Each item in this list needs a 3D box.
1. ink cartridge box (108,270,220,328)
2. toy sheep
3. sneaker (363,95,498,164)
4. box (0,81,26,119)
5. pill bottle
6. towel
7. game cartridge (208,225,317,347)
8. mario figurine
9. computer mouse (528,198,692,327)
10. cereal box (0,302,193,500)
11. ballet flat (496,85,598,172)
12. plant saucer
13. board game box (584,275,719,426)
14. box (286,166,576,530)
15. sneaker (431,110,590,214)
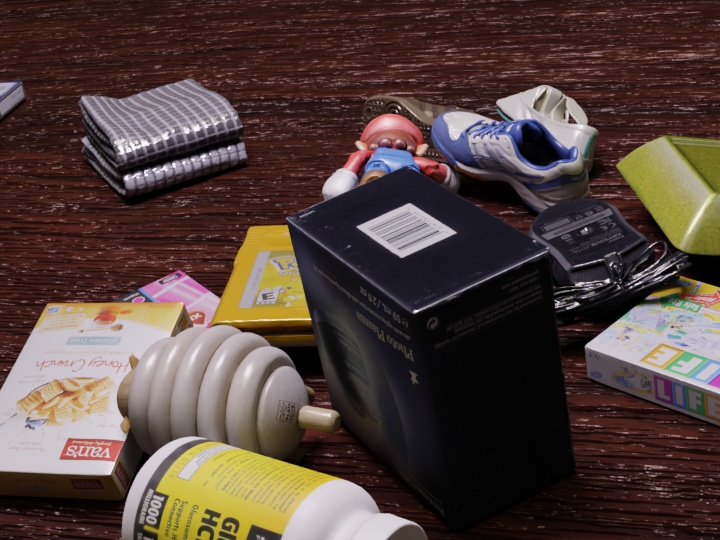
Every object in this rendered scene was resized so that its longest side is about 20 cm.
[{"bbox_3d":[-0.163,0.063,1.278,0.095,0.037,0.200,-26,34,-25],"label":"ink cartridge box"},{"bbox_3d":[-0.106,0.107,1.072,0.200,0.138,0.138,0,30,23],"label":"toy sheep"},{"bbox_3d":[0.092,-0.159,1.575,0.200,0.071,0.076,24,27,39],"label":"sneaker"},{"bbox_3d":[-0.598,-0.233,1.952,0.200,0.032,0.121,1,30,17],"label":"box"},{"bbox_3d":[-0.057,0.189,0.932,0.200,0.113,0.112,10,35,34],"label":"pill bottle"},{"bbox_3d":[-0.249,-0.173,1.675,0.165,0.086,0.200,-21,30,-19],"label":"towel"},{"bbox_3d":[-0.038,0.008,1.277,0.176,0.032,0.200,-2,30,8],"label":"game cartridge"},{"bbox_3d":[0.036,-0.089,1.441,0.106,0.123,0.200,-46,13,17],"label":"mario figurine"},{"bbox_3d":[0.213,-0.005,1.247,0.138,0.053,0.200,-20,25,1],"label":"computer mouse"},{"bbox_3d":[-0.241,0.109,1.176,0.144,0.040,0.200,-1,42,17],"label":"cereal box"},{"bbox_3d":[0.216,-0.170,1.525,0.069,0.070,0.200,-16,31,-10],"label":"ballet flat"},{"bbox_3d":[0.366,-0.075,1.275,0.199,0.048,0.200,3,27,-10],"label":"plant saucer"},{"bbox_3d":[0.304,0.071,1.103,0.200,0.034,0.134,19,41,42],"label":"board game box"},{"bbox_3d":[0.053,0.055,1.045,0.123,0.199,0.200,-25,31,-20],"label":"box"},{"bbox_3d":[0.158,-0.133,1.413,0.200,0.088,0.075,30,59,30],"label":"sneaker"}]
